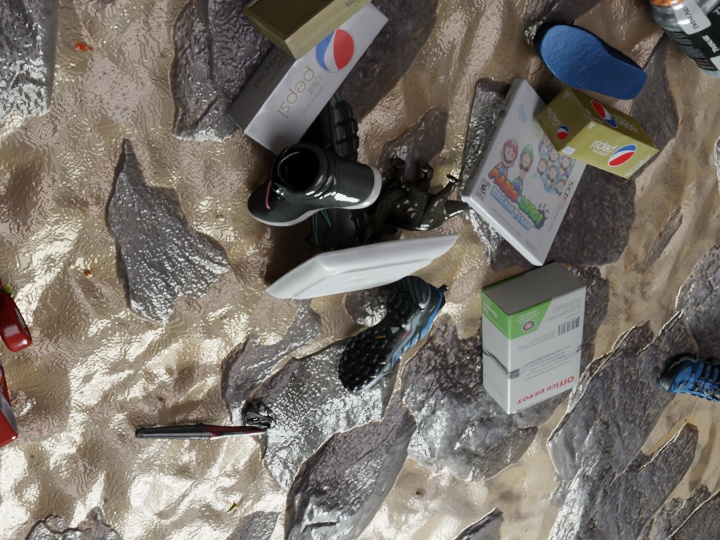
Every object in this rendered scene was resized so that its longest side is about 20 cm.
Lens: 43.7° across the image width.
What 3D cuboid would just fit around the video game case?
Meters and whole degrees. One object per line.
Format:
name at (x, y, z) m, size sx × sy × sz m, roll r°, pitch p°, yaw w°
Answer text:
video game case at (0.233, -0.132, 1.243) m, size 0.200 × 0.024 × 0.183 m, roll 36°, pitch 75°, yaw -41°

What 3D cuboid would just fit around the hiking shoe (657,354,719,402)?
hiking shoe at (0.657, 0.211, 1.718) m, size 0.198 × 0.087 × 0.075 m, roll -1°, pitch 120°, yaw -30°

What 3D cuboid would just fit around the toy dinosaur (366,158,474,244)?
toy dinosaur at (0.073, -0.088, 1.198) m, size 0.198 × 0.077 × 0.103 m, roll -9°, pitch 137°, yaw -32°

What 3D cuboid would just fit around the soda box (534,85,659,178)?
soda box at (0.331, -0.189, 1.246) m, size 0.199 × 0.068 × 0.064 m, roll 9°, pitch 136°, yaw -47°

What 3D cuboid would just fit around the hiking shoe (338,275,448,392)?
hiking shoe at (0.050, 0.101, 1.282) m, size 0.086 × 0.075 × 0.200 m, roll 16°, pitch 119°, yaw -50°

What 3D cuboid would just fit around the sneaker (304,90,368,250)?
sneaker at (-0.042, -0.117, 1.093) m, size 0.075 × 0.078 × 0.202 m, roll -37°, pitch 124°, yaw -64°

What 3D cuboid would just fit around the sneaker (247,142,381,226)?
sneaker at (-0.081, -0.101, 1.018) m, size 0.099 × 0.199 × 0.071 m, roll 20°, pitch 71°, yaw -46°

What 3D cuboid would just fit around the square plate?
square plate at (0.000, 0.000, 1.139) m, size 0.198 × 0.198 × 0.029 m, roll -9°, pitch 80°, yaw -26°

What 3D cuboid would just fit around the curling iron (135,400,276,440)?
curling iron at (-0.211, 0.213, 1.241) m, size 0.198 × 0.026 × 0.050 m, roll -3°, pitch 100°, yaw -24°

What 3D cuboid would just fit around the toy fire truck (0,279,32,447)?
toy fire truck at (-0.413, 0.067, 0.927) m, size 0.111 × 0.168 × 0.201 m, roll -25°, pitch 129°, yaw -15°

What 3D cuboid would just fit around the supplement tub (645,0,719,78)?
supplement tub at (0.470, -0.358, 1.217) m, size 0.199 × 0.123 × 0.123 m, roll 25°, pitch 105°, yaw -39°

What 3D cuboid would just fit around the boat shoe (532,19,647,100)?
boat shoe at (0.296, -0.279, 1.203) m, size 0.199 × 0.069 × 0.084 m, roll 21°, pitch 115°, yaw -38°

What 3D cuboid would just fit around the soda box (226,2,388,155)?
soda box at (-0.061, -0.232, 1.018) m, size 0.068 × 0.064 × 0.201 m, roll 31°, pitch 100°, yaw -40°

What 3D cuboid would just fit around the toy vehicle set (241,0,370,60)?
toy vehicle set at (-0.022, -0.312, 0.949) m, size 0.200 × 0.124 × 0.027 m, roll -39°, pitch 131°, yaw -3°

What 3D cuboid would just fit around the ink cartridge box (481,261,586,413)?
ink cartridge box at (0.272, 0.107, 1.422) m, size 0.144 × 0.084 × 0.202 m, roll -19°, pitch 127°, yaw -19°
